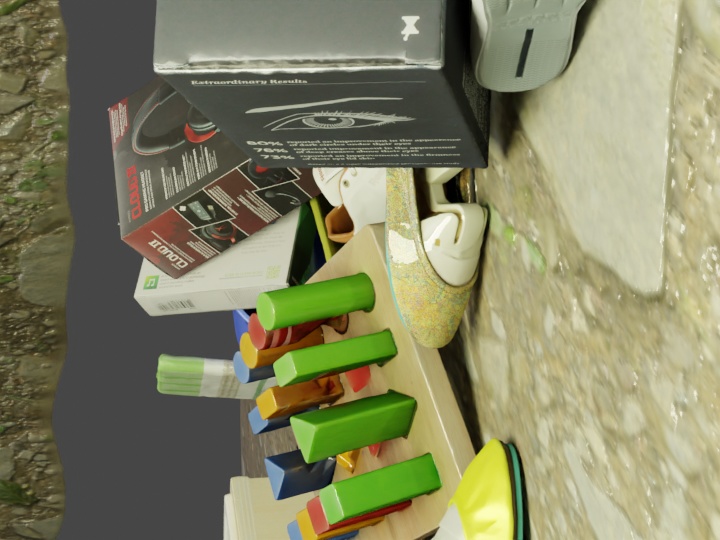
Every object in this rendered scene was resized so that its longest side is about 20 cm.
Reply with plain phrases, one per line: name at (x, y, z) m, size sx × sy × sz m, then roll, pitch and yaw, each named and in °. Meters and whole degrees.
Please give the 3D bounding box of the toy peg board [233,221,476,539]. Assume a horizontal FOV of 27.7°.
toy peg board at (-0.029, 0.102, 1.010) m, size 0.199 × 0.097 × 0.202 m, roll -41°, pitch 64°, yaw 54°

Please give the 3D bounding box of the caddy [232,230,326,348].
caddy at (-0.048, -0.008, 1.253) m, size 0.106 × 0.140 × 0.202 m, roll 92°, pitch 170°, yaw -52°

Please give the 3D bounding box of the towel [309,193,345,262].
towel at (0.000, 0.000, 1.139) m, size 0.086 × 0.018 × 0.201 m, roll 40°, pitch -156°, yaw -44°

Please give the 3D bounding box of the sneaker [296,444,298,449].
sneaker at (-0.011, 0.137, 1.249) m, size 0.200 × 0.079 × 0.075 m, roll 127°, pitch 140°, yaw -73°

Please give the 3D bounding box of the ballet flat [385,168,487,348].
ballet flat at (0.050, -0.053, 0.917) m, size 0.071 × 0.070 × 0.203 m, roll 158°, pitch 107°, yaw -80°

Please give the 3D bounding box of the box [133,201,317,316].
box at (-0.102, -0.059, 1.228) m, size 0.036 × 0.143 × 0.202 m, roll 55°, pitch -142°, yaw -51°

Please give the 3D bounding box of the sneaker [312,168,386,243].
sneaker at (0.011, -0.085, 1.051) m, size 0.201 × 0.084 × 0.073 m, roll 100°, pitch 166°, yaw -46°

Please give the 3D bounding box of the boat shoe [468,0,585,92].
boat shoe at (0.077, -0.153, 0.673) m, size 0.200 × 0.073 × 0.068 m, roll 112°, pitch 150°, yaw -70°

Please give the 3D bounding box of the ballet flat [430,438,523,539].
ballet flat at (0.064, 0.203, 0.865) m, size 0.067 × 0.066 × 0.203 m, roll -169°, pitch 77°, yaw -81°

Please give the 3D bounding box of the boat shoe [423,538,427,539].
boat shoe at (0.027, 0.279, 1.082) m, size 0.074 × 0.075 × 0.202 m, roll 117°, pitch 148°, yaw -65°

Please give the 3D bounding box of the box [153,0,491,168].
box at (-0.009, -0.127, 0.781) m, size 0.200 × 0.146 × 0.106 m, roll 46°, pitch -133°, yaw -75°

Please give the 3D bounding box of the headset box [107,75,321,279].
headset box at (-0.117, -0.099, 1.173) m, size 0.075 × 0.199 × 0.150 m, roll 40°, pitch -152°, yaw -45°

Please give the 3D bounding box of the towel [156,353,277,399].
towel at (-0.086, 0.094, 1.325) m, size 0.149 × 0.197 × 0.031 m, roll 125°, pitch 149°, yaw -74°

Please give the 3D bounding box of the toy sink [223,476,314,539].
toy sink at (-0.061, 0.251, 1.216) m, size 0.113 × 0.197 × 0.132 m, roll -107°, pitch 16°, yaw -53°
